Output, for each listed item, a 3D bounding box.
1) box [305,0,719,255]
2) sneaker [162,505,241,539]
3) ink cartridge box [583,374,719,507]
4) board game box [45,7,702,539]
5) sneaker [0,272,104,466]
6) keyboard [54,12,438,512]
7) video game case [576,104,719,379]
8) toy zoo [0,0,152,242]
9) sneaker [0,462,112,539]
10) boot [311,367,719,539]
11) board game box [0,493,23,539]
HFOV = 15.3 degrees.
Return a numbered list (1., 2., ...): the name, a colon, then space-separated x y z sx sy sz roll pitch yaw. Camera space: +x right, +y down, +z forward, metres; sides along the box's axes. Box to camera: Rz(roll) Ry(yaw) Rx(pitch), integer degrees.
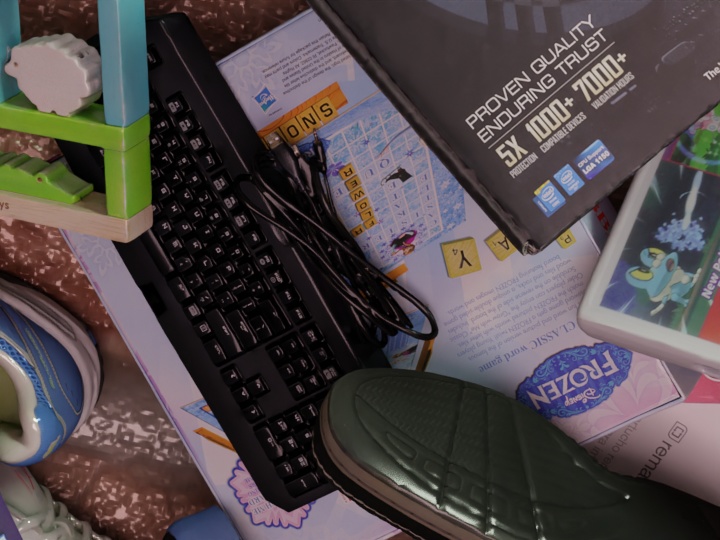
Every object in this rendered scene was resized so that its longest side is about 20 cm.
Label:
1. box: 0.086 -0.132 0.923 0.200 0.086 0.164 -39 91 17
2. sneaker: -0.072 0.198 1.081 0.078 0.070 0.200 -11 102 -19
3. ink cartridge box: 0.181 0.082 1.108 0.200 0.084 0.145 30 109 -12
4. board game box: 0.000 0.000 1.050 0.200 0.041 0.200 -27 95 25
5. sneaker: -0.196 0.013 1.081 0.200 0.077 0.076 27 110 -8
6. keyboard: -0.048 -0.006 1.021 0.104 0.040 0.200 -29 95 26
7. video game case: 0.198 -0.040 0.971 0.182 0.023 0.200 18 75 22
8. toy zoo: -0.141 -0.116 1.002 0.131 0.020 0.200 11 118 26
9. sneaker: -0.138 0.127 1.127 0.200 0.078 0.099 9 107 -5
10. boot: 0.044 0.128 1.027 0.204 0.073 0.154 25 132 -20
11. board game box: -0.242 0.083 1.058 0.200 0.057 0.165 -17 102 35
